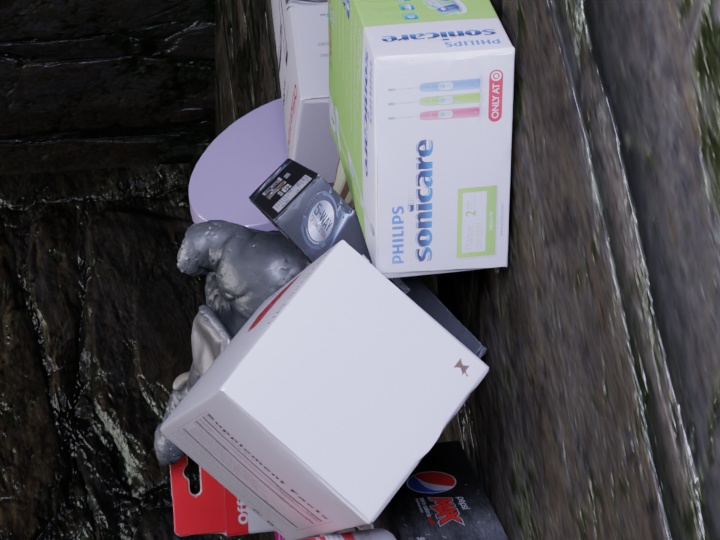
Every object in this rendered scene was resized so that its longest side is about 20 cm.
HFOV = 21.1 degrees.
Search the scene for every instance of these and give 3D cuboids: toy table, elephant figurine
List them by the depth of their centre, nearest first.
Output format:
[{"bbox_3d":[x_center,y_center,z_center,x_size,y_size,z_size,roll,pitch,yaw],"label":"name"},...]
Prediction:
[{"bbox_3d":[-0.085,0.069,1.496,0.155,0.141,0.201,35,-113,-86],"label":"elephant figurine"},{"bbox_3d":[-0.070,-0.060,1.728,0.183,0.200,0.118,34,145,32],"label":"toy table"}]

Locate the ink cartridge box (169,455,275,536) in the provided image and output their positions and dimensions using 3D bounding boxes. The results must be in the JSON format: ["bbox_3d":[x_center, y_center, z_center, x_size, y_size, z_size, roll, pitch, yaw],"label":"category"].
[{"bbox_3d":[-0.063,0.156,1.636,0.067,0.199,0.117,-133,40,-78],"label":"ink cartridge box"}]

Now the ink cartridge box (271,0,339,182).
[{"bbox_3d":[-0.025,-0.192,1.600,0.146,0.084,0.201,101,164,-64],"label":"ink cartridge box"}]

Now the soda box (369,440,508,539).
[{"bbox_3d":[0.053,0.179,1.242,0.200,0.070,0.064,-115,22,-69],"label":"soda box"}]

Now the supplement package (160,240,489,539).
[{"bbox_3d":[-0.028,0.080,1.191,0.121,0.120,0.200,-50,5,-19],"label":"supplement package"}]

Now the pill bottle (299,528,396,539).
[{"bbox_3d":[-0.069,0.226,1.170,0.112,0.199,0.113,172,90,-82],"label":"pill bottle"}]

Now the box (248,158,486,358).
[{"bbox_3d":[0.000,0.000,1.309,0.160,0.044,0.200,46,179,-9],"label":"box"}]

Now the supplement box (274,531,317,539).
[{"bbox_3d":[-0.027,0.224,1.791,0.200,0.103,0.102,-109,17,-58],"label":"supplement box"}]

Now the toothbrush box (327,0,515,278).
[{"bbox_3d":[0.033,-0.110,1.186,0.200,0.085,0.146,-104,12,-58],"label":"toothbrush box"}]

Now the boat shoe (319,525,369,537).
[{"bbox_3d":[0.032,0.271,1.527,0.072,0.075,0.201,28,-140,-58],"label":"boat shoe"}]

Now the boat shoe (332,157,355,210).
[{"bbox_3d":[0.004,-0.031,1.515,0.203,0.074,0.075,101,158,-62],"label":"boat shoe"}]
